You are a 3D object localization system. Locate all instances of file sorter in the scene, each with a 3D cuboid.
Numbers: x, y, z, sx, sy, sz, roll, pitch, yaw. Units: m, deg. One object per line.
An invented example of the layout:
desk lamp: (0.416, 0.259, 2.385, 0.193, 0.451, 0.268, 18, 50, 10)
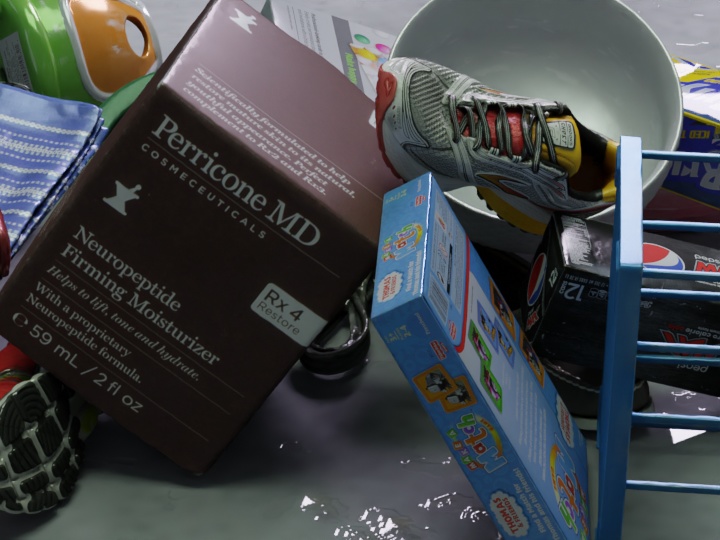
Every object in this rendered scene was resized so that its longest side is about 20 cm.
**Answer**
file sorter: (0.197, 0.048, 1.503, 0.122, 0.201, 0.139, 3, 33, 3)

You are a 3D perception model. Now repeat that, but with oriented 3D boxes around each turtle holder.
turtle holder: (-0.226, -0.144, 2.015, 0.131, 0.186, 0.141, -16, 62, -24)

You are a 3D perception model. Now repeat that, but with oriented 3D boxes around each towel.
towel: (-0.262, -0.059, 1.705, 0.144, 0.024, 0.200, 16, 42, 13)

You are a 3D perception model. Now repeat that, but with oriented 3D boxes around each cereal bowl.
cereal bowl: (0.109, -0.093, 1.758, 0.199, 0.083, 0.201, 1, 59, -2)

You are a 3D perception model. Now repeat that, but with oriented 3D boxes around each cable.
cable: (0.000, 0.000, 1.780, 0.097, 0.051, 0.200, 16, 31, 25)

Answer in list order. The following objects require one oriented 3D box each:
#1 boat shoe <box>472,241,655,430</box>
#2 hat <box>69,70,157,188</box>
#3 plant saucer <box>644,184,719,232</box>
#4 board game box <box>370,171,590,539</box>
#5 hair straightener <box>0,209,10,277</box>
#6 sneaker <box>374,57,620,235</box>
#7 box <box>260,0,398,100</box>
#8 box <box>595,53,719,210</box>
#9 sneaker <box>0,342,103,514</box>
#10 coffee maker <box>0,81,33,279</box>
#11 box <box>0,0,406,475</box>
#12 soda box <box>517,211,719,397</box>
boat shoe: (0.112, 0.038, 1.687, 0.072, 0.061, 0.202, -17, 30, -28)
hat: (-0.114, -0.039, 1.907, 0.165, 0.176, 0.201, 1, 65, 3)
plant saucer: (0.216, -0.081, 1.923, 0.200, 0.051, 0.201, -3, 27, 1)
board game box: (0.070, 0.063, 1.499, 0.036, 0.200, 0.151, -26, 23, 15)
hair straightener: (-0.269, -0.062, 1.664, 0.077, 0.041, 0.200, -9, 43, -12)
sneaker: (0.085, -0.082, 1.592, 0.082, 0.078, 0.200, -15, -23, 43)
box: (0.027, -0.108, 1.857, 0.199, 0.041, 0.156, 18, 31, -18)
box: (0.212, -0.099, 1.825, 0.200, 0.070, 0.064, 23, 42, 39)
sneaker: (-0.210, 0.093, 1.620, 0.085, 0.077, 0.200, -12, 18, 17)
coffee maker: (-0.317, -0.036, 1.825, 0.191, 0.135, 0.200, -21, 22, 17)
box: (-0.090, -0.024, 1.612, 0.166, 0.200, 0.164, 36, 27, -6)
soda box: (0.200, 0.028, 1.621, 0.199, 0.071, 0.063, 14, 33, -12)
